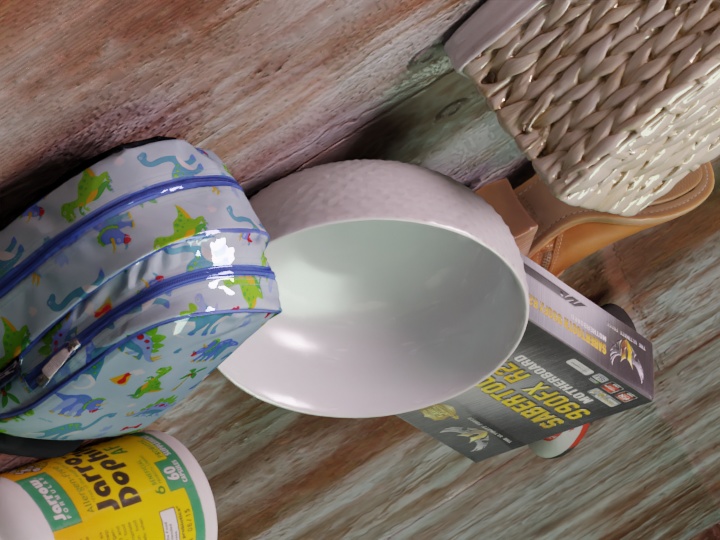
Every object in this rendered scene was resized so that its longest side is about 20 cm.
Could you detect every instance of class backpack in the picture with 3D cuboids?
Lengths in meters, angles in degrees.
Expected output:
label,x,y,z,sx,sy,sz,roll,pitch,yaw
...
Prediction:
label,x,y,z,sx,sy,sz,roll,pitch,yaw
backpack,-0.137,0.016,1.325,0.200,0.154,0.163,-51,150,16

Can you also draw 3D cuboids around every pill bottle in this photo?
label,x,y,z,sx,sy,sz,roll,pitch,yaw
pill bottle,-0.203,0.182,1.663,0.199,0.113,0.113,-15,156,-40

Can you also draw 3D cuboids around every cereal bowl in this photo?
label,x,y,z,sx,sy,sz,roll,pitch,yaw
cereal bowl,0.000,0.000,1.507,0.198,0.084,0.201,-3,142,-2

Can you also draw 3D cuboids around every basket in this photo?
label,x,y,z,sx,sy,sz,roll,pitch,yaw
basket,0.172,-0.134,1.426,0.200,0.124,0.135,-38,160,22

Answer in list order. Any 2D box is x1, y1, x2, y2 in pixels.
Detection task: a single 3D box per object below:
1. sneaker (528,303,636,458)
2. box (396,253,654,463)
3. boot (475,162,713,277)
label,x,y,z,sx,sy,sz,roll,pitch,yaw
sneaker,0.151,0.106,2.115,0.107,0.067,0.202,-19,155,-31
box,0.077,0.052,1.669,0.158,0.049,0.200,-23,140,35
boot,0.136,-0.024,1.723,0.199,0.074,0.155,-13,156,-16
